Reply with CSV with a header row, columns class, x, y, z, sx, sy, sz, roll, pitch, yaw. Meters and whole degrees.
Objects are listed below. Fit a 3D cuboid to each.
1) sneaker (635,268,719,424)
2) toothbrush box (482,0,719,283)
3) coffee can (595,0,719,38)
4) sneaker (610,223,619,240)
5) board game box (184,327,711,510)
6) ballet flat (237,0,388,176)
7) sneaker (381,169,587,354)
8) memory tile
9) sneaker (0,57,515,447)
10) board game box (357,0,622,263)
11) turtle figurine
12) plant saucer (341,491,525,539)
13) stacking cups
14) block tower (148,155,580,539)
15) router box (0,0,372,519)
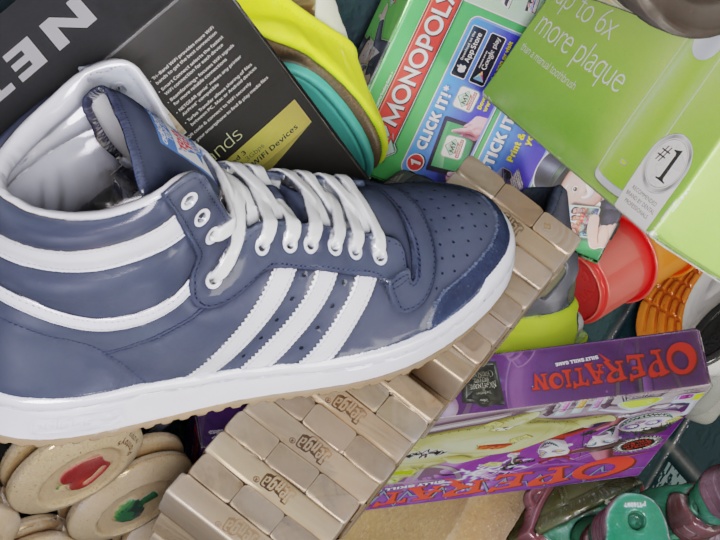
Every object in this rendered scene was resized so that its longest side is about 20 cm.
class,x,y,z,sx,sy,sz,roll,pitch,yaw
sneaker,0.225,0.000,1.184,0.200,0.076,0.092,-42,147,-16
toothbrush box,0.159,-0.104,0.817,0.086,0.146,0.200,30,101,-33
coffee can,0.054,-0.178,0.745,0.146,0.200,0.146,-29,132,-39
sneaker,0.120,-0.069,1.006,0.200,0.071,0.099,-16,122,-38
board game box,0.029,0.066,0.871,0.200,0.032,0.120,-7,163,-10
ballet flat,-0.044,-0.096,0.795,0.200,0.067,0.067,33,63,-52
sneaker,0.000,0.000,0.866,0.200,0.074,0.081,-1,98,-26
memory tile,-0.115,0.113,0.783,0.153,0.017,0.200,-35,157,4
sneaker,-0.032,-0.016,0.683,0.200,0.070,0.109,-15,136,-25
board game box,0.083,-0.115,0.891,0.135,0.029,0.200,20,105,-23
turtle figurine,0.114,0.137,1.006,0.150,0.101,0.200,-36,175,-25
plant saucer,0.025,0.099,1.013,0.200,0.035,0.200,-29,132,-38
stacking cups,0.161,-0.030,1.068,0.200,0.061,0.061,-29,132,-46
block tower,0.003,0.042,0.771,0.200,0.058,0.054,-50,174,-31
router box,-0.102,-0.005,0.734,0.200,0.052,0.157,-40,141,-2
